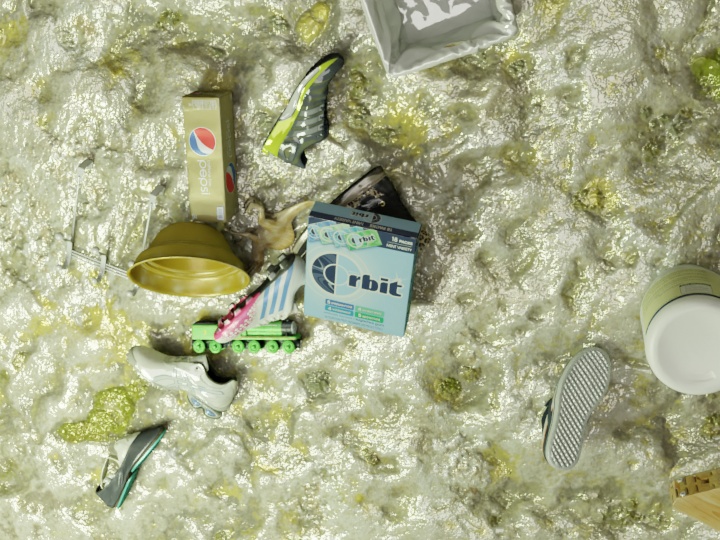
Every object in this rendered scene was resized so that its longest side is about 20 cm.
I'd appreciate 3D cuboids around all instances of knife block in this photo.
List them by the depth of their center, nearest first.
[{"bbox_3d":[0.615,0.402,1.695,0.198,0.064,0.177,-18,102,17],"label":"knife block"}]

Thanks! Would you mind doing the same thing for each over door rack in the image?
[{"bbox_3d":[-0.425,-0.066,1.767,0.146,0.067,0.202,20,111,4],"label":"over door rack"}]

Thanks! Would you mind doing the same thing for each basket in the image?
[{"bbox_3d":[0.108,-0.401,1.494,0.196,0.161,0.202,-16,103,16],"label":"basket"}]

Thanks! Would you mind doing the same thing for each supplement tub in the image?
[{"bbox_3d":[0.484,0.079,1.546,0.143,0.200,0.147,4,109,11],"label":"supplement tub"}]

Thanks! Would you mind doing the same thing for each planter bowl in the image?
[{"bbox_3d":[-0.275,-0.025,1.715,0.198,0.201,0.085,-4,70,13],"label":"planter bowl"}]

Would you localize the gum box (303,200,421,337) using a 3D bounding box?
[{"bbox_3d":[0.000,0.000,1.642,0.168,0.045,0.202,12,131,9],"label":"gum box"}]

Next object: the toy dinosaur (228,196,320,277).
[{"bbox_3d":[-0.145,-0.077,1.719,0.101,0.058,0.200,35,120,-16],"label":"toy dinosaur"}]

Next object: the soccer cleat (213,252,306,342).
[{"bbox_3d":[-0.153,0.063,1.737,0.200,0.070,0.086,-44,108,10],"label":"soccer cleat"}]

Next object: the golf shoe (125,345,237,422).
[{"bbox_3d":[-0.300,0.168,1.812,0.199,0.078,0.098,31,113,-9],"label":"golf shoe"}]

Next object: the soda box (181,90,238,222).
[{"bbox_3d":[-0.238,-0.183,1.688,0.063,0.068,0.203,3,108,11],"label":"soda box"}]

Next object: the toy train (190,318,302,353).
[{"bbox_3d":[-0.194,0.110,1.789,0.197,0.042,0.057,-1,97,12],"label":"toy train"}]

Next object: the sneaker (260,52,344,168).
[{"bbox_3d":[-0.074,-0.246,1.638,0.080,0.074,0.201,32,119,-6],"label":"sneaker"}]

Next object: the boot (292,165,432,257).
[{"bbox_3d":[0.002,-0.050,1.680,0.200,0.073,0.151,-40,96,15],"label":"boot"}]

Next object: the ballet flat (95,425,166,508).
[{"bbox_3d":[-0.420,0.342,1.897,0.073,0.073,0.201,33,113,0],"label":"ballet flat"}]

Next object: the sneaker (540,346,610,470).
[{"bbox_3d":[0.337,0.216,1.695,0.078,0.079,0.202,22,86,-2],"label":"sneaker"}]
